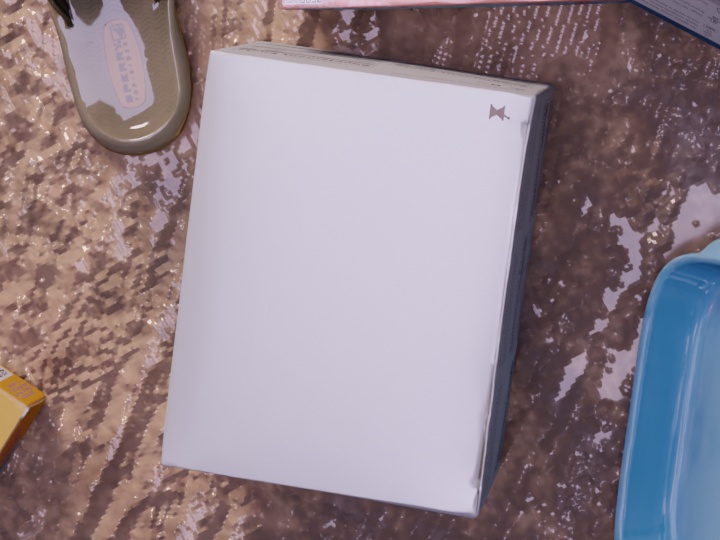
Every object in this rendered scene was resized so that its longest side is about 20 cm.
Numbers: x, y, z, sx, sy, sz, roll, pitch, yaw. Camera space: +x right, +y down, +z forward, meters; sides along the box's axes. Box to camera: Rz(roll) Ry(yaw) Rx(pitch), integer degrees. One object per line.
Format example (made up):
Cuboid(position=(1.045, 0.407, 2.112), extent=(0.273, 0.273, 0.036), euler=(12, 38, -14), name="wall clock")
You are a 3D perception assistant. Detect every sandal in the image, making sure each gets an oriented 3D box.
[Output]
Cuboid(position=(-0.134, -0.153, 1.197), extent=(0.080, 0.054, 0.201), euler=(-14, 95, 10), name="sandal")

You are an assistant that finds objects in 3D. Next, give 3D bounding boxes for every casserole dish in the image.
Cuboid(position=(0.181, 0.084, 1.160), extent=(0.121, 0.039, 0.201), euler=(16, 101, 51), name="casserole dish")

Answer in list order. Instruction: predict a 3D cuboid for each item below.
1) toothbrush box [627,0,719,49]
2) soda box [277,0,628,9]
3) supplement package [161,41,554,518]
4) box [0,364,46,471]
Cuboid(position=(0.151, -0.221, 1.081), extent=(0.146, 0.085, 0.200), euler=(27, 65, 4), name="toothbrush box")
Cuboid(position=(0.061, -0.160, 1.162), extent=(0.199, 0.064, 0.069), euler=(-1, 97, 8), name="soda box")
Cuboid(position=(0.000, 0.000, 1.167), extent=(0.155, 0.111, 0.201), euler=(9, 98, 8), name="supplement package")
Cuboid(position=(-0.276, 0.060, 1.255), extent=(0.200, 0.041, 0.119), euler=(35, 101, 6), name="box")
